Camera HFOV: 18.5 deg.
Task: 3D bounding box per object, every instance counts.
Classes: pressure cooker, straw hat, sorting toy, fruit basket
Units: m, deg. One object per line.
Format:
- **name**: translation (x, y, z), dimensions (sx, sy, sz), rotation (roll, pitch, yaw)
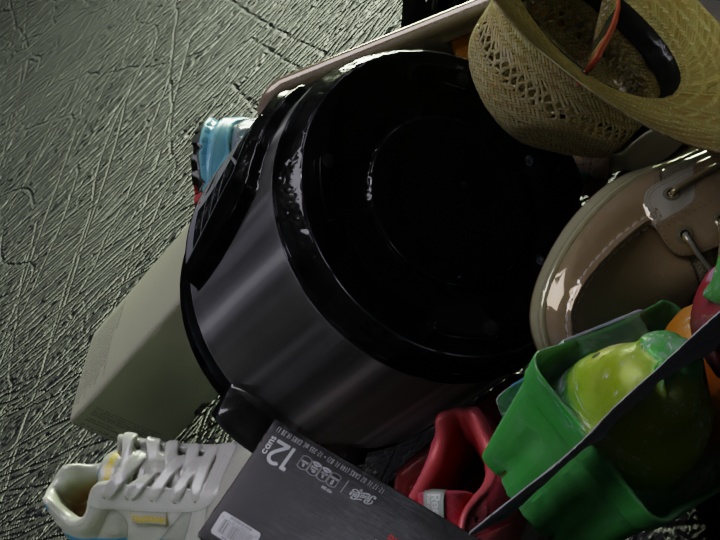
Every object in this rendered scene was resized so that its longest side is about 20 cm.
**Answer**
- **pressure cooker**: translation (0.002, 0.002, 1.123), dimensions (0.200, 0.175, 0.179), rotation (-40, 62, 58)
- **straw hat**: translation (0.101, -0.103, 1.050), dimensions (0.085, 0.200, 0.202), rotation (-51, 20, 35)
- **sorting toy**: translation (0.062, -0.104, 1.204), dimensions (0.199, 0.185, 0.037), rotation (-25, 75, 16)
- **fruit basket**: translation (0.147, 0.029, 0.920), dimensions (0.185, 0.094, 0.200), rotation (-18, -30, -53)

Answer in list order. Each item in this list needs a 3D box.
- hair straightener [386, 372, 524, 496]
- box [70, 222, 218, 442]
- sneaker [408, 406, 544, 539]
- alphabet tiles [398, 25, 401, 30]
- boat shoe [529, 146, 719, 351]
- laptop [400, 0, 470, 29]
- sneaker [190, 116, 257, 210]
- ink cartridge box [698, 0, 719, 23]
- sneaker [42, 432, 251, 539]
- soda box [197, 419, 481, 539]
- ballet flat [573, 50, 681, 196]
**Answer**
- **hair straightener**: translation (0.026, 0.128, 1.152), dimensions (0.200, 0.041, 0.077), rotation (-47, -6, 14)
- **box**: translation (-0.111, 0.036, 1.410), dimensions (0.200, 0.068, 0.082), rotation (-43, 28, 48)
- **sneaker**: translation (0.037, 0.146, 1.010), dimensions (0.073, 0.087, 0.201), rotation (-7, 41, 18)
- **alphabet tiles**: translation (0.088, -0.183, 1.334), dimensions (0.200, 0.008, 0.168), rotation (-43, 24, 29)
- **boat shoe**: translation (0.162, -0.017, 1.037), dimensions (0.200, 0.072, 0.065), rotation (-35, 27, -26)
- **laptop**: translation (0.093, -0.213, 1.279), dimensions (0.177, 0.103, 0.201), rotation (139, 137, -76)
- **sneaker**: translation (-0.045, -0.001, 1.266), dimensions (0.095, 0.079, 0.201), rotation (-7, 73, 4)
- **ink cartridge box**: translation (0.225, -0.160, 1.015), dimensions (0.083, 0.200, 0.147), rotation (-23, 35, 45)
- **sneaker**: translation (-0.112, 0.136, 1.314), dimensions (0.200, 0.081, 0.077), rotation (-23, 33, 43)
- **soda box**: translation (0.033, 0.144, 0.934), dimensions (0.199, 0.071, 0.063), rotation (29, 75, 24)
- **ballet flat**: translation (0.163, -0.097, 1.188), dimensions (0.067, 0.068, 0.200), rotation (27, 51, 30)
